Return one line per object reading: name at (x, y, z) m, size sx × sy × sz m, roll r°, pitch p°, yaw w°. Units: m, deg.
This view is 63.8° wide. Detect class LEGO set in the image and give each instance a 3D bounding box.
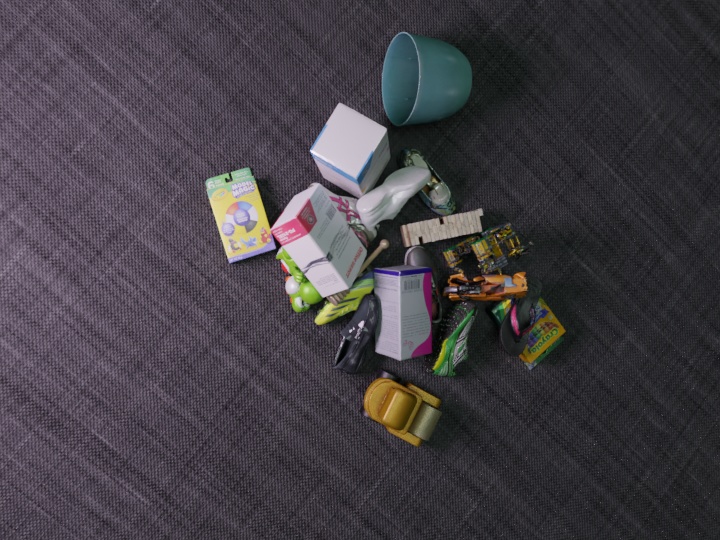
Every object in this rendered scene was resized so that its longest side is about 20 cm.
LEGO set at (0.301, -0.027, 1.375) m, size 0.153 × 0.199 × 0.117 m, roll -29°, pitch 95°, yaw -29°

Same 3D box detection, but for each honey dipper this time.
honey dipper at (0.000, 0.000, 1.335) m, size 0.038 × 0.038 × 0.200 m, roll 46°, pitch 73°, yaw -7°

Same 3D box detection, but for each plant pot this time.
plant pot at (0.161, -0.439, 1.345) m, size 0.159 × 0.200 × 0.204 m, roll -4°, pitch 91°, yaw -22°

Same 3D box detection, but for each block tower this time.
block tower at (0.200, -0.102, 1.408) m, size 0.197 × 0.054 × 0.059 m, roll -14°, pitch 93°, yaw -5°

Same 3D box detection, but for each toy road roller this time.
toy road roller at (0.101, 0.327, 1.348) m, size 0.198 × 0.146 × 0.124 m, roll 29°, pitch 85°, yaw -9°

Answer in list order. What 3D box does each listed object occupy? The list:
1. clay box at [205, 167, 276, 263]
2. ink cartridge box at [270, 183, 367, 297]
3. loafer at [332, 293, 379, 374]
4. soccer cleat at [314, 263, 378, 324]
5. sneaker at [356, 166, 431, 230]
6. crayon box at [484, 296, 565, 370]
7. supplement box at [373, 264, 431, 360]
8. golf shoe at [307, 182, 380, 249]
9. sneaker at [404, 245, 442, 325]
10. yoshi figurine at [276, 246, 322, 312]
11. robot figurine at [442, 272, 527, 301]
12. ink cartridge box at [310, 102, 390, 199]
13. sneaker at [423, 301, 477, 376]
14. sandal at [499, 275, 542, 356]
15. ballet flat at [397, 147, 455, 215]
clay box at (-0.277, -0.129, 1.332) m, size 0.113 × 0.048 × 0.203 m, roll -18°, pitch 94°, yaw -10°
ink cartridge box at (-0.086, -0.065, 1.281) m, size 0.201 × 0.084 × 0.145 m, roll 54°, pitch 37°, yaw -22°
loafer at (-0.011, 0.148, 1.348) m, size 0.070 × 0.068 × 0.203 m, roll 11°, pitch 105°, yaw -27°
soccer cleat at (-0.020, 0.070, 1.370) m, size 0.200 × 0.065 × 0.084 m, roll -41°, pitch 99°, yaw -8°
sneaker at (0.082, -0.167, 1.350) m, size 0.199 × 0.075 × 0.089 m, roll -32°, pitch 134°, yaw -12°
crayon box at (0.424, 0.138, 1.456) m, size 0.125 × 0.052 × 0.201 m, roll -39°, pitch 97°, yaw -8°
supplement box at (0.099, 0.094, 1.346) m, size 0.100 × 0.103 × 0.203 m, roll -6°, pitch 97°, yaw -35°
golf shoe at (-0.041, -0.142, 1.368) m, size 0.200 × 0.072 × 0.093 m, roll 42°, pitch 67°, yaw -15°
sneaker at (0.164, 0.037, 1.393) m, size 0.076 × 0.082 × 0.203 m, roll -17°, pitch 93°, yaw -10°
yoshi figurine at (-0.127, -0.006, 1.331) m, size 0.111 × 0.112 × 0.203 m, roll -9°, pitch 94°, yaw -17°
robot figurine at (0.292, 0.040, 1.373) m, size 0.197 × 0.145 × 0.059 m, roll -2°, pitch 79°, yaw 14°
ink cartridge box at (-0.017, -0.258, 1.315) m, size 0.124 × 0.200 × 0.130 m, roll 31°, pitch 84°, yaw 9°
sneaker at (0.231, 0.166, 1.407) m, size 0.084 × 0.078 × 0.202 m, roll 21°, pitch 106°, yaw -20°
sandal at (0.393, 0.109, 1.402) m, size 0.074 × 0.045 × 0.203 m, roll 19°, pitch 86°, yaw -9°
ballet flat at (0.164, -0.214, 1.402) m, size 0.074 × 0.074 × 0.200 m, roll -45°, pitch 97°, yaw -7°
